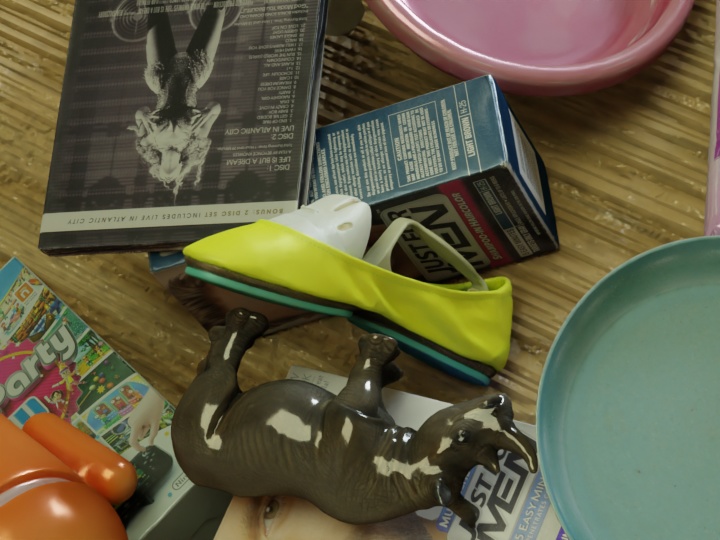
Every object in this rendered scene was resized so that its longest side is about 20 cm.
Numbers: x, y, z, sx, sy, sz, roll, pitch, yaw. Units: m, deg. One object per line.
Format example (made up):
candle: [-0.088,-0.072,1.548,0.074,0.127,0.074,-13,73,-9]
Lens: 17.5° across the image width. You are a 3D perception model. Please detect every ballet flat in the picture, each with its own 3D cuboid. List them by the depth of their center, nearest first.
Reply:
ballet flat: [0.000,0.000,1.171,0.067,0.200,0.067,16,85,56]

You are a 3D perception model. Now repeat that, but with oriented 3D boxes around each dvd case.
dvd case: [-0.090,-0.105,1.242,0.148,0.016,0.201,-2,68,21]

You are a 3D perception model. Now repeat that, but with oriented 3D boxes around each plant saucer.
plant saucer: [0.178,0.082,1.096,0.199,0.027,0.201,2,69,-6]
plant saucer: [0.084,-0.174,1.281,0.200,0.051,0.201,6,59,-9]

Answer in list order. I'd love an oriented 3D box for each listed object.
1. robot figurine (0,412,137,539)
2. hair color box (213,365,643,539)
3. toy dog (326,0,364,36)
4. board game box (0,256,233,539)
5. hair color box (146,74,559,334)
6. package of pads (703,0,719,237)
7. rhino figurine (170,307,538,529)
robot figurine: [-0.193,0.131,1.147,0.200,0.144,0.117,33,106,33]
hair color box: [0.038,0.126,1.156,0.199,0.065,0.110,12,67,31]
toy dog: [-0.090,-0.167,1.346,0.193,0.140,0.201,-4,60,29]
board game box: [-0.172,0.108,1.260,0.148,0.064,0.200,-45,53,-8]
hair color box: [-0.005,-0.029,1.244,0.199,0.100,0.061,-16,59,15]
package of pads: [0.238,-0.083,1.185,0.120,0.076,0.201,-4,60,20]
rhino figurine: [-0.005,0.078,1.128,0.199,0.060,0.088,10,68,26]
